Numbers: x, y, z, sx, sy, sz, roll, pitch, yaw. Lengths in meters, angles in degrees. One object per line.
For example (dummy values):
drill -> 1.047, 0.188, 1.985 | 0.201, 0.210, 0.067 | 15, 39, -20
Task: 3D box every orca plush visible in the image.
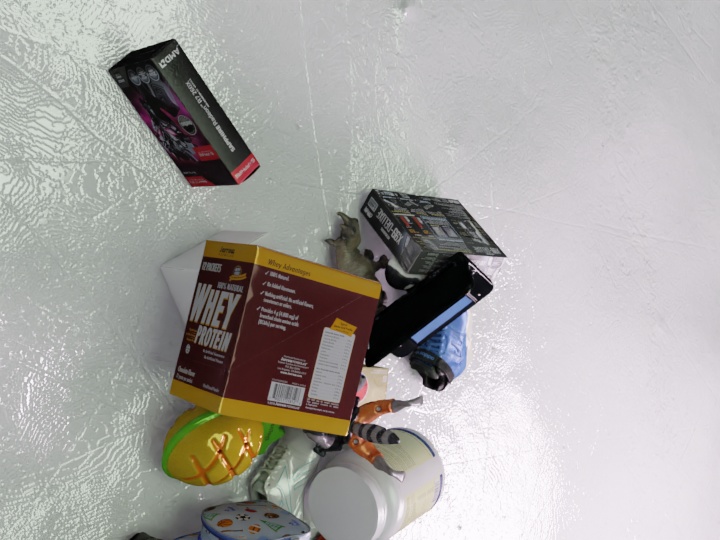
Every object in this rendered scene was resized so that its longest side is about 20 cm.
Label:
orca plush -> 0.085, -0.001, 1.538 | 0.105, 0.071, 0.200 | 31, 28, 2

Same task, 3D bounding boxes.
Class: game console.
game console -> 0.109, 0.080, 1.443 | 0.200, 0.117, 0.176 | -37, 139, 13

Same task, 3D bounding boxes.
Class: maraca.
maraca -> -0.183, 0.232, 1.319 | 0.199, 0.107, 0.138 | -10, 138, -37

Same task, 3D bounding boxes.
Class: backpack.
backpack -> -0.157, 0.398, 1.270 | 0.189, 0.199, 0.156 | -8, 97, -36

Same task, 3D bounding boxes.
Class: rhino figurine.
rhino figurine -> 0.000, 0.000, 1.497 | 0.087, 0.060, 0.201 | -34, 111, -37

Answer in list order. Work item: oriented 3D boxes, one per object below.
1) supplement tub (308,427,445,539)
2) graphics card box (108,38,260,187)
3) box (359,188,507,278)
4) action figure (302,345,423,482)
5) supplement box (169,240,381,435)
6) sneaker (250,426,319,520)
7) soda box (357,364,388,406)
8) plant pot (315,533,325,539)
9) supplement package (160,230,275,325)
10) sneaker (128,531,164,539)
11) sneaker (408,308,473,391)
supplement tub -> 0.026, 0.330, 1.451 | 0.199, 0.144, 0.146 | -11, 100, -57
graphics card box -> -0.230, -0.200, 1.250 | 0.051, 0.125, 0.201 | -47, 121, -27
box -> 0.119, -0.058, 1.533 | 0.199, 0.158, 0.050 | 3, 129, -40
action figure -> -0.014, 0.183, 1.329 | 0.104, 0.192, 0.202 | -10, 111, -68
supplement box -> -0.106, 0.085, 1.207 | 0.196, 0.132, 0.202 | 17, 84, -36
sneaker -> -0.115, 0.301, 1.411 | 0.080, 0.070, 0.202 | 16, 82, -36
soda box -> -0.052, 0.175, 1.460 | 0.199, 0.064, 0.068 | 8, 87, -41
plant pot -> 0.001, 0.535, 1.455 | 0.200, 0.199, 0.177 | -47, 133, -28
supplement package -> -0.166, 0.059, 1.320 | 0.119, 0.121, 0.201 | -32, 113, -33
sneaker -> -0.328, 0.388, 1.242 | 0.200, 0.074, 0.107 | 30, 69, -46
sneaker -> 0.128, 0.116, 1.580 | 0.111, 0.076, 0.201 | -44, 140, -32
